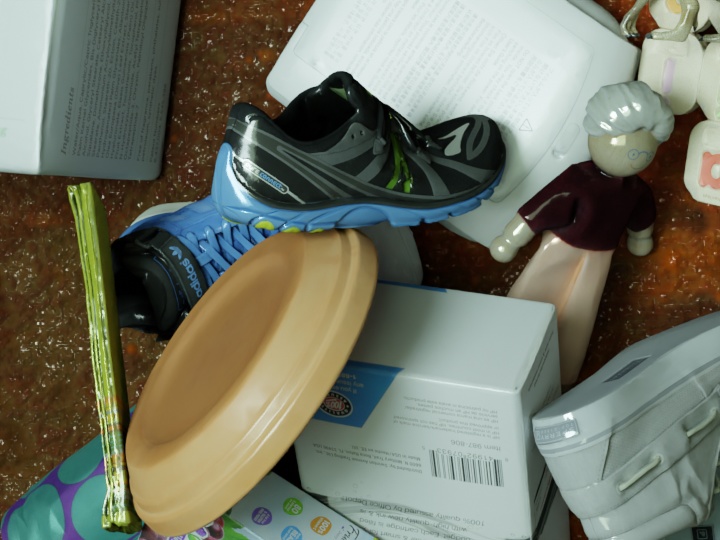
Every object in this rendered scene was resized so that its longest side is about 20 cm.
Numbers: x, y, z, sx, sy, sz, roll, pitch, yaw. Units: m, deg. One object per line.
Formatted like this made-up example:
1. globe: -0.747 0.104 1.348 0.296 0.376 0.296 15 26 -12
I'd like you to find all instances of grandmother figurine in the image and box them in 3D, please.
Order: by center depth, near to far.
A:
1. grandmother figurine: 0.134 -0.021 1.086 0.061 0.121 0.201 38 122 34

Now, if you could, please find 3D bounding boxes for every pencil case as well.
1. pencil case: -0.139 0.138 1.200 0.200 0.092 0.085 -36 35 17

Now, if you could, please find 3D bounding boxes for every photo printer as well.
1. photo printer: 0.062 -0.122 1.134 0.200 0.069 0.167 37 102 15

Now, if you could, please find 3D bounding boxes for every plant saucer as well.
1. plant saucer: -0.068 0.052 1.010 0.037 0.200 0.200 36 105 -19

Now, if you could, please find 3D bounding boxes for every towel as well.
1. towel: -0.150 0.054 1.075 0.018 0.086 0.201 -7 79 -4

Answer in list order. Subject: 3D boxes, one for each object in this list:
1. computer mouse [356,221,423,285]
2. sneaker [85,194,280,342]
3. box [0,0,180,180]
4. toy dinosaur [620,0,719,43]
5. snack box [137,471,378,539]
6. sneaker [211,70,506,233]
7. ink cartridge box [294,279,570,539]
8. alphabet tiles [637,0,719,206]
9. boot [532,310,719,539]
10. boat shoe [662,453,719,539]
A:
1. computer mouse: 0.000 0.000 1.110 0.109 0.044 0.201 -23 121 3
2. sneaker: -0.085 -0.011 1.144 0.199 0.111 0.077 -12 114 31
3. box: -0.240 -0.165 1.188 0.198 0.171 0.201 7 93 20
4. toy dinosaur: 0.191 -0.181 1.039 0.199 0.058 0.102 9 101 34
5. snack box: -0.075 0.206 1.134 0.142 0.053 0.200 31 135 7
6. sneaker: 0.007 -0.069 1.017 0.071 0.199 0.083 21 112 49
7. ink cartridge box: 0.043 0.112 1.084 0.144 0.084 0.201 8 129 20
8. alphabet tiles: 0.255 -0.126 1.046 0.199 0.015 0.197 14 105 32
9. boot: 0.179 0.092 1.045 0.073 0.200 0.096 -16 98 51
10. boat shoe: 0.200 0.159 1.084 0.073 0.068 0.200 -2 65 -5
